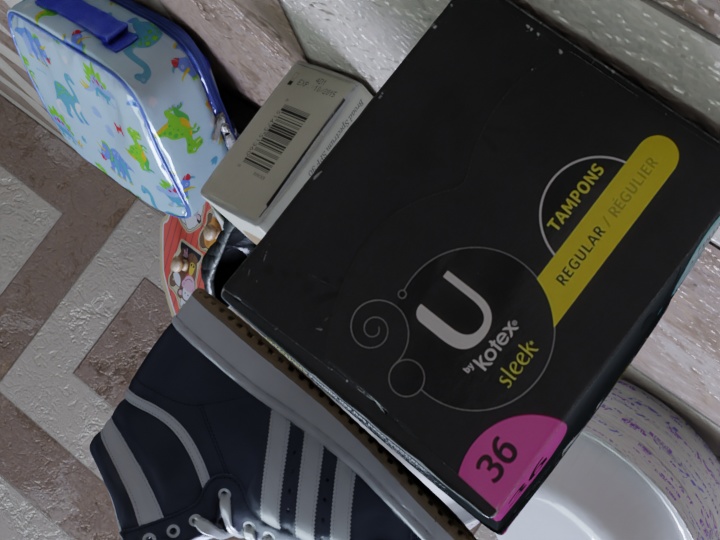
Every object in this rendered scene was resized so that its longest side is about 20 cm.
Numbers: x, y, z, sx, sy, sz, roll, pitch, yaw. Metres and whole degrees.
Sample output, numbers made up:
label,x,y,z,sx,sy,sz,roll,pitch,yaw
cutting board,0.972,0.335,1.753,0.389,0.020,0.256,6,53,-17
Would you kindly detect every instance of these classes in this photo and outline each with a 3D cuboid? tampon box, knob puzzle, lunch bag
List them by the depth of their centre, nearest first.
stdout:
label,x,y,z,sx,sy,sz,roll,pitch,yaw
tampon box,0.054,0.010,0.484,0.126,0.151,0.200,37,174,14
lunch bag,-0.186,-0.143,0.915,0.199,0.082,0.162,31,153,37
knob puzzle,-0.213,-0.028,1.472,0.030,0.223,0.219,6,-164,-41

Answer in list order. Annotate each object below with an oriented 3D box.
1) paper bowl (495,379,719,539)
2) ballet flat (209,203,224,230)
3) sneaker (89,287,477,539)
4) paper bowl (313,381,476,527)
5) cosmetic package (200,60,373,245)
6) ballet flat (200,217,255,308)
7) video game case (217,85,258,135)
label,x,y,z,sx,sy,sz,roll,pitch,yaw
paper bowl,0.179,0.186,0.893,0.199,0.104,0.202,33,144,28
ballet flat,-0.105,-0.052,1.122,0.069,0.070,0.200,40,175,-28
sneaker,-0.034,0.113,0.528,0.199,0.109,0.070,41,176,9
paper bowl,0.053,0.130,1.021,0.200,0.201,0.105,36,151,5
cosmetic package,0.007,-0.023,0.719,0.071,0.106,0.200,29,171,48
ballet flat,-0.091,-0.026,1.001,0.065,0.058,0.200,1,155,-21
video game case,-0.115,-0.121,1.032,0.199,0.026,0.181,34,172,31
